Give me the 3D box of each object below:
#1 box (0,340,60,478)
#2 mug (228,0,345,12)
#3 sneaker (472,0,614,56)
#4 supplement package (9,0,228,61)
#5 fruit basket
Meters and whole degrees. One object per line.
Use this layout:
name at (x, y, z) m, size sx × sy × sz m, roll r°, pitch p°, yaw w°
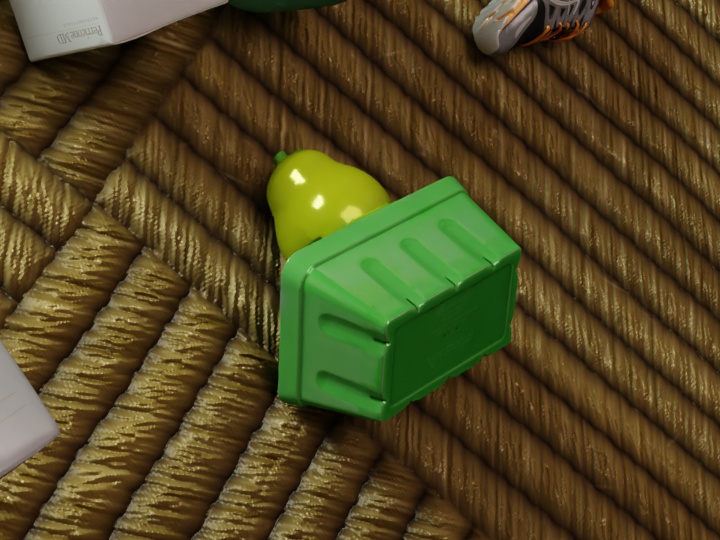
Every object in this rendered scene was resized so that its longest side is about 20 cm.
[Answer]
box at (-0.315, 0.117, 0.960) m, size 0.200 × 0.199 × 0.131 m, roll -36°, pitch 92°, yaw -39°
mug at (-0.083, -0.288, 1.350) m, size 0.114 × 0.184 × 0.154 m, roll -13°, pitch 101°, yaw -35°
sneaker at (0.179, -0.246, 1.546) m, size 0.200 × 0.078 × 0.078 m, roll -42°, pitch 104°, yaw -38°
supplement package at (-0.202, -0.272, 1.225) m, size 0.119 × 0.121 × 0.202 m, roll -29°, pitch 108°, yaw -39°
fruit basket at (0.000, 0.000, 1.294) m, size 0.213 × 0.157 × 0.216 m, roll 2°, pitch 32°, yaw -1°
